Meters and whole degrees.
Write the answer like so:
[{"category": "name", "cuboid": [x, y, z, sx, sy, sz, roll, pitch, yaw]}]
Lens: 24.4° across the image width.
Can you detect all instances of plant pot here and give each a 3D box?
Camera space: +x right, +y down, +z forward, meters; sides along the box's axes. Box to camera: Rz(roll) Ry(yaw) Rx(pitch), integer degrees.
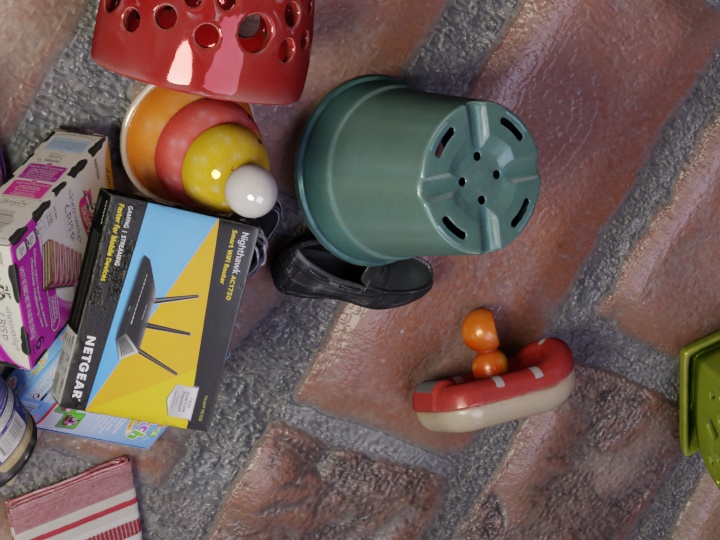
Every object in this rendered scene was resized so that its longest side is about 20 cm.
[{"category": "plant pot", "cuboid": [0.523, 0.173, 2.152, 0.198, 0.181, 0.202, -21, 124, -21]}, {"category": "plant pot", "cuboid": [0.067, -0.096, 1.678, 0.199, 0.195, 0.202, -4, 98, -32]}, {"category": "plant pot", "cuboid": [-0.135, -0.260, 1.507, 0.199, 0.200, 0.184, 1, 106, -32]}]

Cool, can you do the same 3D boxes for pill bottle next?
[{"category": "pill bottle", "cuboid": [-0.391, 0.110, 1.530, 0.111, 0.112, 0.201, -36, 128, -10]}]

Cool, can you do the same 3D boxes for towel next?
[{"category": "towel", "cuboid": [-0.305, 0.306, 1.814, 0.143, 0.023, 0.202, -19, 125, -25]}]

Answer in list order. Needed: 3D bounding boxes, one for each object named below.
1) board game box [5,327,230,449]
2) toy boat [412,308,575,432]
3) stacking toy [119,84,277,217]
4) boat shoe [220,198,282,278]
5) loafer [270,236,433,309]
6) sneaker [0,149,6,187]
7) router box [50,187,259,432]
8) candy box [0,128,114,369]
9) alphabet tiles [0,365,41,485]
[{"category": "board game box", "cuboid": [-0.251, 0.108, 1.686, 0.199, 0.037, 0.151, 19, 121, -46]}, {"category": "toy boat", "cuboid": [0.153, 0.109, 1.945, 0.198, 0.130, 0.132, -12, 92, -26]}, {"category": "stacking toy", "cuboid": [-0.132, -0.099, 1.587, 0.145, 0.200, 0.147, -15, 123, -24]}, {"category": "boat shoe", "cuboid": [-0.125, -0.021, 1.668, 0.200, 0.067, 0.072, -38, 131, -50]}, {"category": "loafer", "cuboid": [0.000, 0.000, 1.797, 0.199, 0.069, 0.070, 5, 151, -31]}, {"category": "sneaker", "cuboid": [-0.358, -0.042, 1.551, 0.080, 0.088, 0.202, -12, 119, -25]}, {"category": "router box", "cuboid": [-0.191, 0.037, 1.544, 0.148, 0.051, 0.202, 12, 97, -24]}, {"category": "candy box", "cuboid": [-0.292, -0.023, 1.538, 0.200, 0.060, 0.137, -62, 155, -51]}, {"category": "alphabet tiles", "cuboid": [-0.374, 0.141, 1.656, 0.166, 0.006, 0.201, 27, 92, -52]}]
